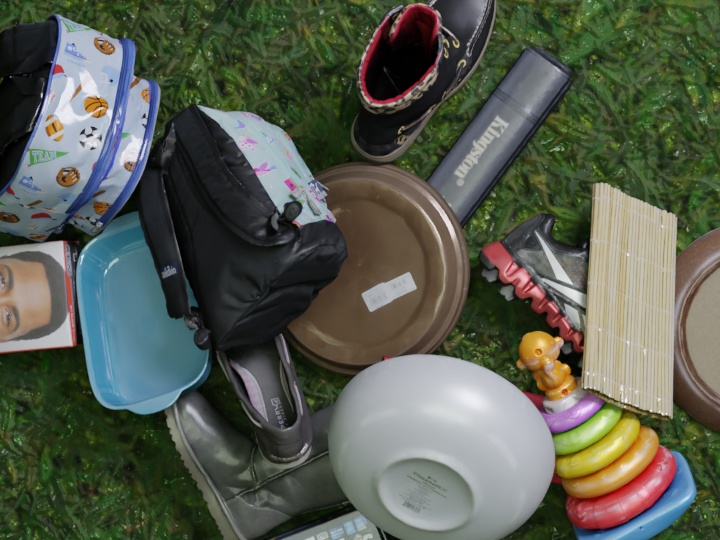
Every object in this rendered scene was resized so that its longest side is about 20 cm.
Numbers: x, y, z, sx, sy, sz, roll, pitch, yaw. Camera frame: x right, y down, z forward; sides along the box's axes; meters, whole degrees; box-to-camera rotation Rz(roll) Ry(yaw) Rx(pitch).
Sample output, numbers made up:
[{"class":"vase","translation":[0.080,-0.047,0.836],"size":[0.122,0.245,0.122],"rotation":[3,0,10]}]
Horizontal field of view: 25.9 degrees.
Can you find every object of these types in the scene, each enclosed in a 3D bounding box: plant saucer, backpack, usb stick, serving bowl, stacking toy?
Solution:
[{"class":"plant saucer","translation":[0.361,0.054,1.407],"size":[0.200,0.034,0.201],"rotation":[0,89,6]},{"class":"backpack","translation":[-0.262,-0.125,1.374],"size":[0.154,0.190,0.200],"rotation":[10,69,-20]},{"class":"usb stick","translation":[0.117,-0.114,1.429],"size":[0.055,0.033,0.200],"rotation":[37,94,3]},{"class":"plant saucer","translation":[0.000,0.000,1.426],"size":[0.200,0.029,0.201],"rotation":[1,93,15]},{"class":"backpack","translation":[-0.107,-0.048,1.376],"size":[0.167,0.126,0.200],"rotation":[-44,61,25]},{"class":"serving bowl","translation":[0.062,0.169,1.335],"size":[0.200,0.066,0.200],"rotation":[9,128,12]},{"class":"stacking toy","translation":[0.194,0.135,1.361],"size":[0.116,0.110,0.200],"rotation":[-31,103,10]}]

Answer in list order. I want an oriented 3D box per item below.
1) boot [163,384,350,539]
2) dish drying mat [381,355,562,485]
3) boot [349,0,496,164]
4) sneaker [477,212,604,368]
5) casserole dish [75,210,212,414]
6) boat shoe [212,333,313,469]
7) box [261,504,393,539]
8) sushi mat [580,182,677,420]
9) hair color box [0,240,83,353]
[{"class":"boot","translation":[-0.059,0.147,1.430],"size":[0.200,0.073,0.182],"rotation":[-26,101,11]},{"class":"dish drying mat","translation":[0.104,0.137,1.408],"size":[0.200,0.018,0.077],"rotation":[15,90,-14]},{"class":"boot","translation":[0.057,-0.195,1.368],"size":[0.073,0.151,0.200],"rotation":[36,82,8]},{"class":"sneaker","translation":[0.203,0.027,1.402],"size":[0.200,0.071,0.098],"rotation":[44,95,4]},{"class":"casserole dish","translation":[-0.193,0.041,1.428],"size":[0.121,0.039,0.200],"rotation":[-18,65,12]},{"class":"boat shoe","translation":[-0.091,0.082,1.397],"size":[0.067,0.057,0.200],"rotation":[-18,55,-12]},{"class":"box","translation":[-0.049,0.318,1.440],"size":[0.200,0.051,0.158],"rotation":[-21,90,5]},{"class":"sushi mat","translation":[0.237,0.026,1.368],"size":[0.096,0.012,0.200],"rotation":[20,63,-26]},{"class":"hair color box","translation":[-0.362,0.030,1.464],"size":[0.199,0.061,0.102],"rotation":[-6,89,5]}]
